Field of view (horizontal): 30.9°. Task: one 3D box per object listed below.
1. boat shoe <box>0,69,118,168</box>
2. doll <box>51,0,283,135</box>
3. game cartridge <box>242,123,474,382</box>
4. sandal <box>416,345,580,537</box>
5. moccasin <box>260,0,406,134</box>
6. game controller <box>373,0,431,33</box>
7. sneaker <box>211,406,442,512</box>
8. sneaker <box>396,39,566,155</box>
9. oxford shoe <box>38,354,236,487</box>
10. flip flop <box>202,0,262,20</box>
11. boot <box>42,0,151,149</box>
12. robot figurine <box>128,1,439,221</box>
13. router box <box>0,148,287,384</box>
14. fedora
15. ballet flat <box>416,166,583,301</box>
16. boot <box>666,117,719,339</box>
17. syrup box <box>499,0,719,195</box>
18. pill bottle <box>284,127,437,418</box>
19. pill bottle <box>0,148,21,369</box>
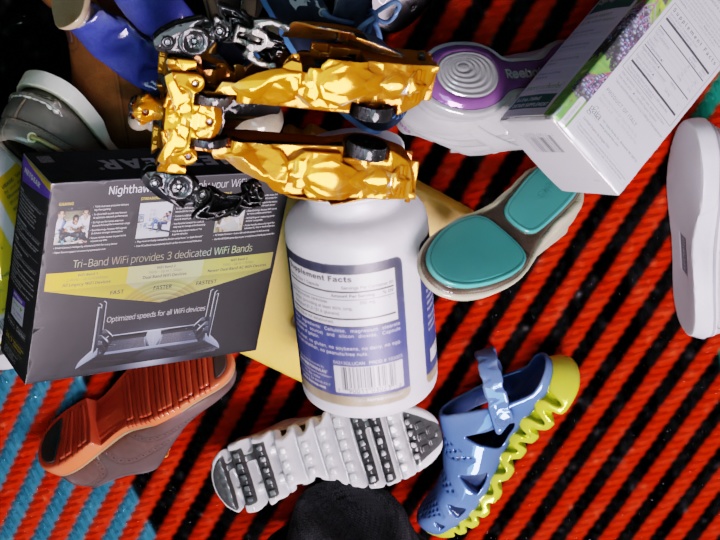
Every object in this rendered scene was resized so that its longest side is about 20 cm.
[{"bbox_3d":[-0.199,-0.060,0.980,0.071,0.061,0.202,4,146,36],"label":"boat shoe"},{"bbox_3d":[-0.115,-0.142,0.899,0.135,0.049,0.200,-26,144,20],"label":"doll"},{"bbox_3d":[-0.028,-0.003,1.070,0.175,0.033,0.201,27,110,-16],"label":"game cartridge"},{"bbox_3d":[0.101,0.141,1.129,0.086,0.080,0.201,29,104,-13],"label":"sandal"},{"bbox_3d":[-0.022,-0.184,0.900,0.068,0.081,0.201,-26,117,26],"label":"moccasin"},{"bbox_3d":[0.046,-0.266,0.930,0.104,0.042,0.200,34,111,-19],"label":"game controller"},{"bbox_3d":[-0.028,0.149,1.119,0.197,0.081,0.076,-10,97,2],"label":"sneaker"},{"bbox_3d":[0.118,-0.128,1.000,0.197,0.076,0.100,4,159,-21],"label":"sneaker"},{"bbox_3d":[-0.178,0.125,1.110,0.198,0.072,0.073,-27,134,20],"label":"oxford shoe"},{"bbox_3d":[-0.122,-0.257,0.913,0.057,0.081,0.202,-4,124,36],"label":"flip flop"},{"bbox_3d":[-0.212,-0.174,0.957,0.185,0.069,0.202,7,134,8],"label":"boot"},{"bbox_3d":[-0.054,-0.102,0.859,0.197,0.058,0.147,4,116,-15],"label":"robot figurine"},{"bbox_3d":[-0.156,-0.008,0.960,0.198,0.052,0.159,-6,121,-37],"label":"router box"},{"bbox_3d":[-0.005,0.242,1.098,0.197,0.201,0.093,-3,119,-2],"label":"fedora"},{"bbox_3d":[0.105,-0.017,1.000,0.069,0.199,0.070,25,131,33],"label":"ballet flat"},{"bbox_3d":[0.305,-0.040,1.055,0.094,0.074,0.202,-12,126,-4],"label":"boot"},{"bbox_3d":[0.200,-0.154,0.930,0.081,0.079,0.201,44,79,-20],"label":"syrup box"},{"bbox_3d":[0.000,0.000,0.994,0.109,0.111,0.203,-5,116,-1],"label":"pill bottle"},{"bbox_3d":[-0.288,-0.035,0.988,0.111,0.113,0.202,-19,117,6],"label":"pill bottle"}]
